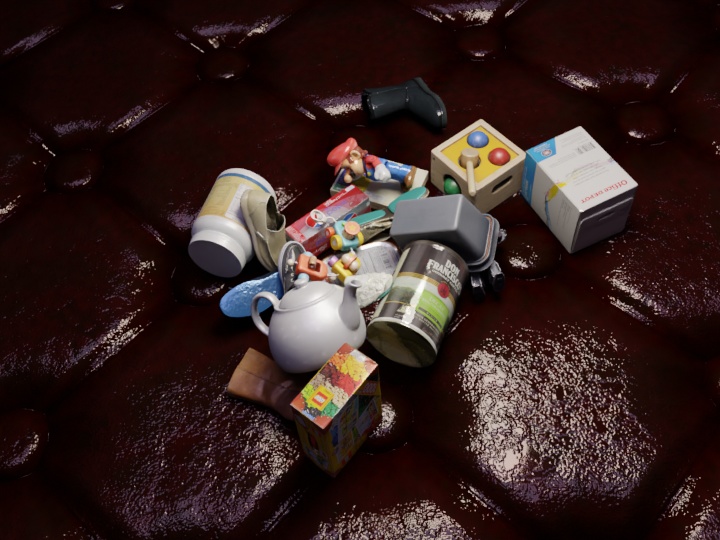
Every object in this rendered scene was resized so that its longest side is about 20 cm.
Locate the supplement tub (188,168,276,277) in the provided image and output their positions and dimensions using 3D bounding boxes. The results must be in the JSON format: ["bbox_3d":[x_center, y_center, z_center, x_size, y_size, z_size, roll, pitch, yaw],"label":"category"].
[{"bbox_3d":[-0.276,-0.102,1.666,0.142,0.146,0.202,11,55,12],"label":"supplement tub"}]

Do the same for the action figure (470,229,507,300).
[{"bbox_3d":[0.251,-0.039,1.625,0.128,0.070,0.202,-20,48,12],"label":"action figure"}]

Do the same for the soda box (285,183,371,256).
[{"bbox_3d":[-0.070,-0.102,1.695,0.199,0.071,0.063,-35,54,-21],"label":"soda box"}]

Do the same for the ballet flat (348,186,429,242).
[{"bbox_3d":[0.066,-0.111,1.690,0.198,0.076,0.068,-26,31,-2],"label":"ballet flat"}]

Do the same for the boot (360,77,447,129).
[{"bbox_3d":[0.102,-0.393,1.890,0.166,0.077,0.201,-18,47,-13],"label":"boot"}]

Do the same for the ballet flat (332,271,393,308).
[{"bbox_3d":[-0.024,0.048,1.519,0.199,0.071,0.073,-31,41,38],"label":"ballet flat"}]

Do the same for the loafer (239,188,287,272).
[{"bbox_3d":[-0.186,-0.077,1.609,0.067,0.202,0.076,-3,36,30],"label":"loafer"}]

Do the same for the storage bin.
[{"bbox_3d":[0.163,-0.089,1.572,0.198,0.134,0.148,-2,62,34],"label":"storage bin"}]

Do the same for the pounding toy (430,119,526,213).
[{"bbox_3d":[0.255,-0.221,1.713,0.199,0.143,0.184,-33,57,-19],"label":"pounding toy"}]

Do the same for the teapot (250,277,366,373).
[{"bbox_3d":[-0.093,0.086,1.421,0.197,0.148,0.197,-22,13,-9],"label":"teapot"}]

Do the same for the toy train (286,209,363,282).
[{"bbox_3d":[-0.060,-0.048,1.570,0.148,0.056,0.202,24,48,-14],"label":"toy train"}]

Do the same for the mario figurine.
[{"bbox_3d":[0.018,-0.212,1.714,0.197,0.124,0.107,17,51,-1],"label":"mario figurine"}]

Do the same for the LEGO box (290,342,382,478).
[{"bbox_3d":[-0.037,0.247,1.356,0.077,0.201,0.149,30,61,25],"label":"LEGO box"}]

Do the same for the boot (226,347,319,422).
[{"bbox_3d":[-0.135,0.196,1.504,0.198,0.069,0.190,17,64,25],"label":"boot"}]

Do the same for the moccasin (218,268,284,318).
[{"bbox_3d":[-0.199,0.051,1.597,0.198,0.068,0.082,-21,86,-24],"label":"moccasin"}]

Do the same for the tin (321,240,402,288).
[{"bbox_3d":[0.000,0.000,1.638,0.197,0.042,0.113,-17,50,-8],"label":"tin"}]

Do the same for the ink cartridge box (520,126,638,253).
[{"bbox_3d":[0.462,-0.171,1.658,0.145,0.146,0.201,-23,55,-12],"label":"ink cartridge box"}]

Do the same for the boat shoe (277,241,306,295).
[{"bbox_3d":[-0.127,0.036,1.554,0.069,0.066,0.204,6,76,-21],"label":"boat shoe"}]

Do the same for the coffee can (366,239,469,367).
[{"bbox_3d":[0.114,0.065,1.513,0.144,0.147,0.202,17,57,16],"label":"coffee can"}]

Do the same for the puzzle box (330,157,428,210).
[{"bbox_3d":[0.044,-0.200,1.787,0.197,0.026,0.134,18,57,17],"label":"puzzle box"}]
